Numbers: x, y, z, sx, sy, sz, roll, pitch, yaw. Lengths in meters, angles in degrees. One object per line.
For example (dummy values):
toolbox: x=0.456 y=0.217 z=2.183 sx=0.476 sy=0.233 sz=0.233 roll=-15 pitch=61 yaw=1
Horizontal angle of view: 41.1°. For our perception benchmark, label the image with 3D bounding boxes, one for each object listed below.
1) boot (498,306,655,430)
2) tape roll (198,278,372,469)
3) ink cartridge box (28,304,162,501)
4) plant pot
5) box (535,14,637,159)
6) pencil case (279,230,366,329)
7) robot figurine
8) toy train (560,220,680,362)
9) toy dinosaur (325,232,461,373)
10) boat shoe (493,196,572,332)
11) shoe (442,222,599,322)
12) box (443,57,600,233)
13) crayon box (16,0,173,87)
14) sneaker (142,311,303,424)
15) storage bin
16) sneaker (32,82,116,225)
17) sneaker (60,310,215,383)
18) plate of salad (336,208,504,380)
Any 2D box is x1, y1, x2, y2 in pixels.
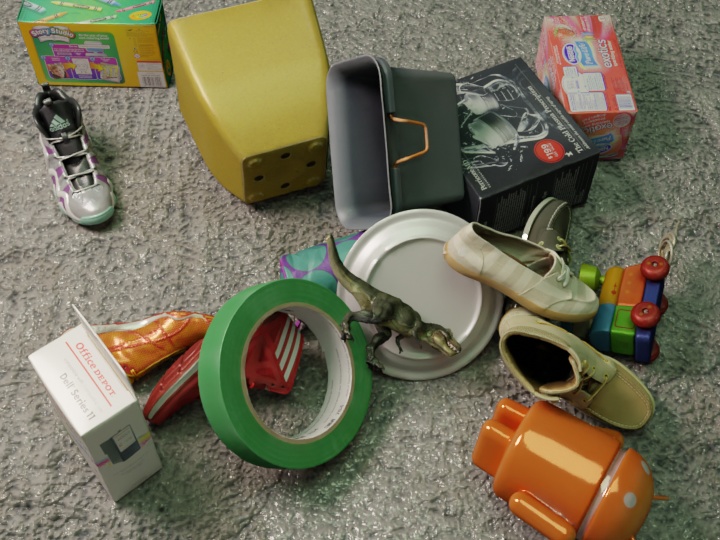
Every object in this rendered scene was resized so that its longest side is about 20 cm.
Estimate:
boot: x=0.234 y=0.116 z=1.032 sx=0.199 sy=0.155 sz=0.073 roll=38 pitch=99 yaw=5
tape roll: x=-0.078 y=0.111 z=1.036 sx=0.199 sy=0.048 sz=0.203 roll=8 pitch=77 yaw=-37
ink cartridge box: x=-0.276 y=0.140 z=0.995 sx=0.067 sy=0.201 sz=0.117 roll=-32 pitch=60 yaw=-22
plant pot: x=-0.128 y=-0.209 z=1.267 sx=0.192 sy=0.196 sz=0.202 roll=-16 pitch=67 yaw=-12
box: x=0.314 y=-0.260 z=1.358 sx=0.101 sy=0.095 sz=0.202 roll=-2 pitch=54 yaw=-2
pencil case: x=0.000 y=0.000 z=1.172 sx=0.198 sy=0.094 sz=0.085 roll=-16 pitch=12 yaw=-11
robot figurine: x=0.218 y=0.212 z=1.001 sx=0.199 sy=0.144 sz=0.118 roll=28 pitch=94 yaw=19
toy train: x=0.319 y=0.011 z=1.177 sx=0.114 sy=0.085 sz=0.201 roll=8 pitch=53 yaw=22
toy dinosaur: x=0.018 y=0.055 z=1.065 sx=0.199 sy=0.047 sz=0.089 roll=38 pitch=65 yaw=-15
boat shoe: x=0.226 y=-0.006 z=1.178 sx=0.060 sy=0.072 sz=0.203 roll=2 pitch=53 yaw=40
shoe: x=0.190 y=0.002 z=1.077 sx=0.198 sy=0.054 sz=0.070 roll=22 pitch=37 yaw=-15
box: x=0.182 y=-0.160 z=1.278 sx=0.180 sy=0.105 sz=0.201 roll=-22 pitch=57 yaw=-15
crayon box: x=-0.378 y=-0.329 z=1.385 sx=0.197 sy=0.119 sz=0.059 roll=2 pitch=53 yaw=0
sneaker: x=-0.144 y=0.125 z=1.085 sx=0.200 sy=0.078 sz=0.116 roll=-44 pitch=102 yaw=5
storage bin: x=0.054 y=-0.158 z=1.168 sx=0.133 sy=0.203 sz=0.145 roll=-9 pitch=7 yaw=-32
sneaker: x=-0.384 y=-0.163 z=1.251 sx=0.077 sy=0.141 sz=0.201 roll=-25 pitch=57 yaw=-18
sneaker: x=-0.250 y=0.093 z=1.124 sx=0.197 sy=0.073 sz=0.078 roll=-12 pitch=78 yaw=-6
plate of salad: x=0.069 y=0.028 z=1.121 sx=0.197 sy=0.203 sz=0.048 roll=-6 pitch=11 yaw=-5
